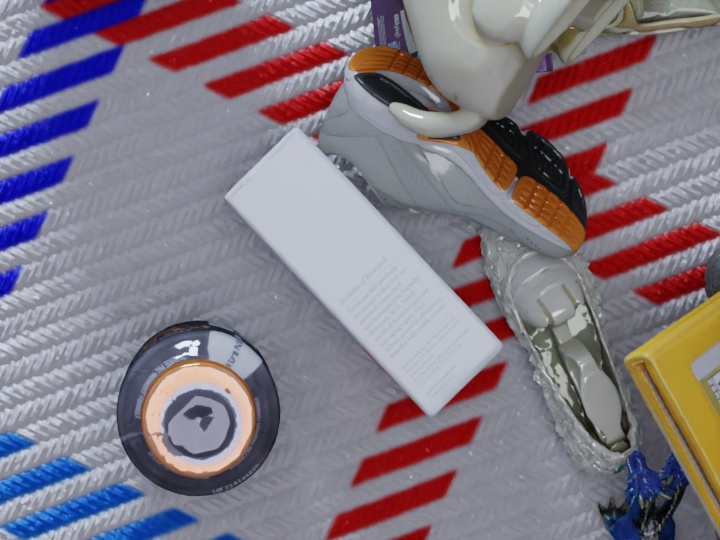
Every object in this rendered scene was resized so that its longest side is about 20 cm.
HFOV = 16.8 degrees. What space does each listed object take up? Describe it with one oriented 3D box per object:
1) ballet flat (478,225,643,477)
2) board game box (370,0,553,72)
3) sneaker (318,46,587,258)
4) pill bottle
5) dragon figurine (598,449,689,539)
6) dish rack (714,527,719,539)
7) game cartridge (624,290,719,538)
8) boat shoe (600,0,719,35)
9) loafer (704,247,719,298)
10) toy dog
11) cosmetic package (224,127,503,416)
[{"bbox_3d":[0.145,0.047,1.672,0.071,0.072,0.201,-26,92,-3],"label":"ballet flat"},{"bbox_3d":[0.062,-0.229,1.661,0.119,0.032,0.202,-4,92,19],"label":"board game box"},{"bbox_3d":[0.061,-0.066,1.660,0.199,0.076,0.092,36,132,-2],"label":"sneaker"},{"bbox_3d":[-0.105,0.089,1.587,0.105,0.200,0.107,0,91,-4],"label":"pill bottle"},{"bbox_3d":[0.196,0.209,1.661,0.058,0.099,0.202,1,93,-3],"label":"dragon figurine"},{"bbox_3d":[0.261,0.138,1.643,0.054,0.153,0.202,-13,91,17],"label":"dish rack"},{"bbox_3d":[0.283,0.086,1.582,0.199,0.032,0.177,-32,94,-31],"label":"game cartridge"},{"bbox_3d":[0.210,-0.195,1.670,0.199,0.063,0.074,5,91,-3],"label":"boat shoe"},{"bbox_3d":[0.337,0.018,1.681,0.198,0.070,0.071,4,91,-4],"label":"loafer"},{"bbox_3d":[0.059,-0.207,1.592,0.200,0.139,0.194,46,115,12],"label":"toy dog"},{"bbox_3d":[0.000,0.000,1.642,0.071,0.101,0.200,-43,93,-1],"label":"cosmetic package"}]
